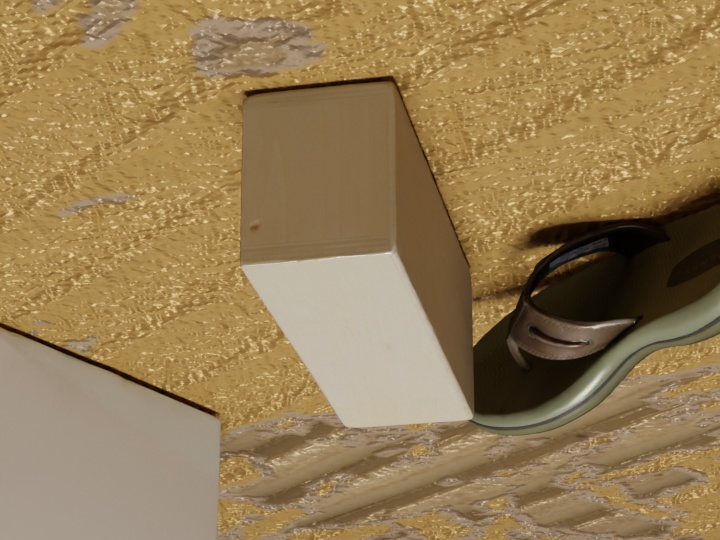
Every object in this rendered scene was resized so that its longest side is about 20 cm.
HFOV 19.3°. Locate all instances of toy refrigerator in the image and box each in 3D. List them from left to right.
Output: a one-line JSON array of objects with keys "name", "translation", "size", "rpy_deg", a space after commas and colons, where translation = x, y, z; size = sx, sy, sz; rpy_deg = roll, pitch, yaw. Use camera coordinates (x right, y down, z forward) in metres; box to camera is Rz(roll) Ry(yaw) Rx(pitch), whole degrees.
[{"name": "toy refrigerator", "translation": [0.000, 0.000, 0.911], "size": [0.070, 0.076, 0.200], "rpy_deg": [-5, 157, 11]}]

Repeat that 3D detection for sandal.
[{"name": "sandal", "translation": [0.108, 0.009, 0.954], "size": [0.057, 0.080, 0.201], "rpy_deg": [31, 139, -23]}]

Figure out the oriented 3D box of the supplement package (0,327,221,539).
[{"name": "supplement package", "translation": [-0.190, 0.162, 1.131], "size": [0.146, 0.201, 0.191], "rpy_deg": [-16, 152, 33]}]
